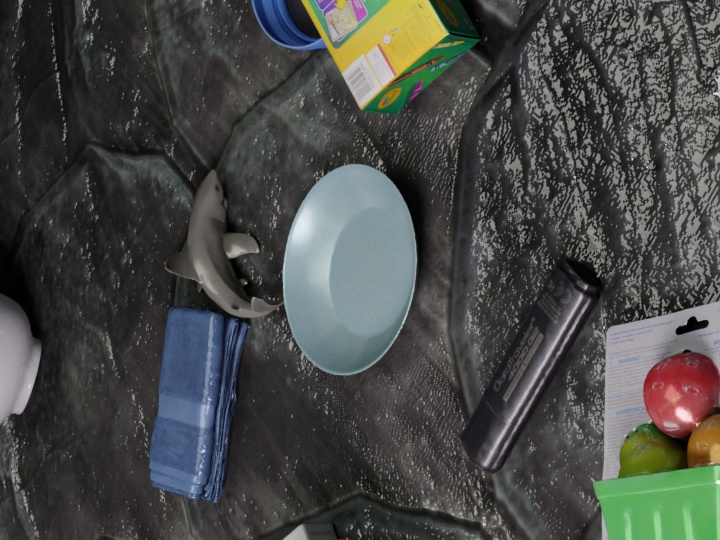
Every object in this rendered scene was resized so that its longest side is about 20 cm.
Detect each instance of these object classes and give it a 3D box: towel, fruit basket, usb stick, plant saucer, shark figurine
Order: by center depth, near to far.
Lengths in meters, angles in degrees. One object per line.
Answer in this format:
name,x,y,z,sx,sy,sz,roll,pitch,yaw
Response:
fruit basket,0.255,0.125,1.288,0.185,0.094,0.201,-18,56,48
usb stick,0.142,0.083,1.454,0.200,0.033,0.055,-64,37,23
plant saucer,0.000,0.000,1.633,0.201,0.039,0.202,-8,80,50
shark figurine,-0.154,0.004,1.784,0.215,0.089,0.128,54,127,41
towel,-0.174,0.139,1.819,0.111,0.048,0.201,9,93,50

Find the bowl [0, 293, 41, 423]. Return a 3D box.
bowl,-0.448,0.119,2.098,0.201,0.090,0.202,-164,90,-72

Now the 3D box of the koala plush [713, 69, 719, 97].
koala plush,0.342,-0.092,1.101,0.177,0.199,0.184,37,113,46

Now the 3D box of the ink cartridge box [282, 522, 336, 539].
ink cartridge box,-0.072,0.368,1.669,0.200,0.043,0.174,-44,54,37

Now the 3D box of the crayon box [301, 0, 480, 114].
crayon box,0.012,-0.261,1.593,0.119,0.058,0.200,-39,70,31

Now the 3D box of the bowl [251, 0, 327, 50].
bowl,-0.038,-0.319,1.720,0.200,0.039,0.202,-10,78,50
